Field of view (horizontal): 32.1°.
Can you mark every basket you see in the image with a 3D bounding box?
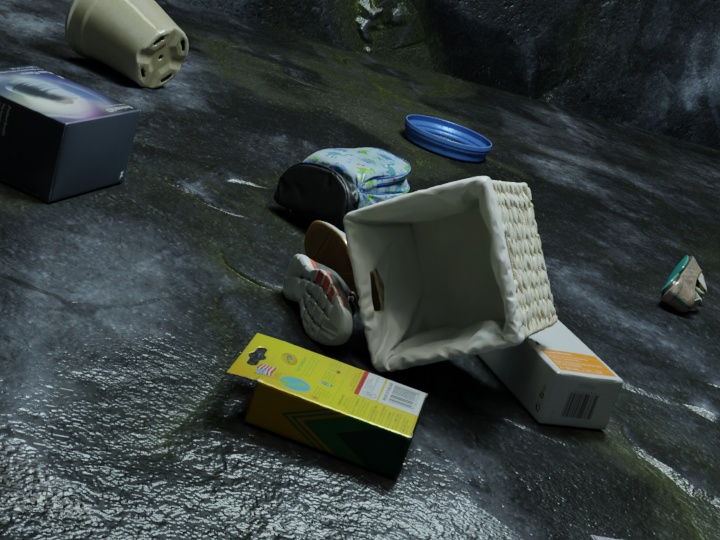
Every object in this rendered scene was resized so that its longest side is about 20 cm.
[{"bbox_3d":[0.110,0.003,1.508,0.199,0.200,0.161,-13,-3,27],"label":"basket"}]

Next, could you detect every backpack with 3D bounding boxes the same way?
[{"bbox_3d":[-0.008,-0.126,1.972,0.163,0.155,0.199,24,6,39],"label":"backpack"}]

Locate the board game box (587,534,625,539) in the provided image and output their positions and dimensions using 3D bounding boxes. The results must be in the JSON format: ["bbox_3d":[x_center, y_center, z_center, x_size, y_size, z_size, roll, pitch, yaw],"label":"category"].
[{"bbox_3d":[0.323,0.322,1.124,0.198,0.041,0.200,12,19,-18],"label":"board game box"}]

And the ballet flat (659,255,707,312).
[{"bbox_3d":[0.563,0.030,2.166,0.067,0.068,0.200,41,28,8],"label":"ballet flat"}]

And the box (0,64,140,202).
[{"bbox_3d":[-0.452,-0.200,1.773,0.197,0.124,0.200,24,20,14],"label":"box"}]

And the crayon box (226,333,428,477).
[{"bbox_3d":[-0.037,0.137,1.305,0.199,0.051,0.127,20,18,5],"label":"crayon box"}]

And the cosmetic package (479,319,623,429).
[{"bbox_3d":[0.232,0.117,1.577,0.101,0.072,0.200,8,20,-25],"label":"cosmetic package"}]

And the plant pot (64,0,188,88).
[{"bbox_3d":[-0.443,-0.459,2.447,0.183,0.201,0.200,40,27,25],"label":"plant pot"}]

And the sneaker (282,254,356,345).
[{"bbox_3d":[-0.032,0.036,1.567,0.081,0.078,0.200,16,18,-26],"label":"sneaker"}]

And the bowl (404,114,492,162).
[{"bbox_3d":[0.189,-0.289,2.742,0.199,0.040,0.201,16,19,-6],"label":"bowl"}]

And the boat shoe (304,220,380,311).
[{"bbox_3d":[0.000,0.000,1.709,0.069,0.071,0.200,-1,34,-46],"label":"boat shoe"}]
